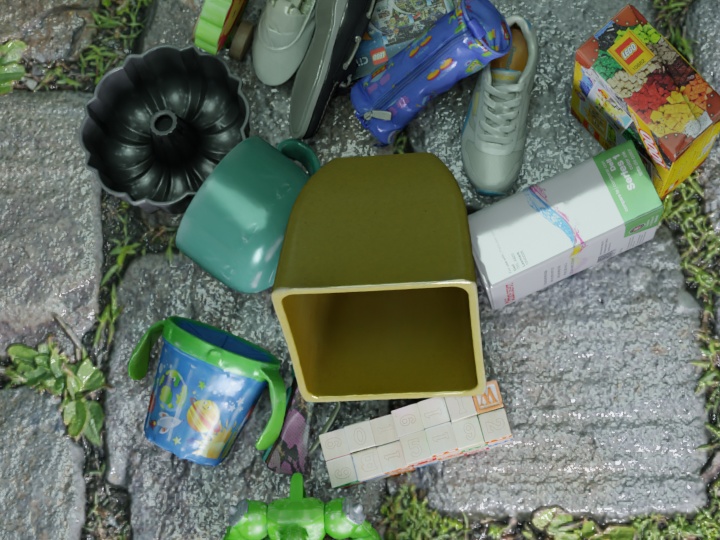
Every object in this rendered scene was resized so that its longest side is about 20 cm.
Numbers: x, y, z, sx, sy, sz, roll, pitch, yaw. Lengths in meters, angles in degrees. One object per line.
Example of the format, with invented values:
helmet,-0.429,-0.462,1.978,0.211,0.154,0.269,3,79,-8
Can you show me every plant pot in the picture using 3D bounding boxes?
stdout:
plant pot,0.026,-0.006,1.372,0.191,0.197,0.202,-3,52,7

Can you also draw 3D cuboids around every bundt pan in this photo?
bundt pan,-0.214,-0.151,1.547,0.199,0.076,0.205,-3,68,8

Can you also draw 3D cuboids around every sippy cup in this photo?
sippy cup,-0.171,0.136,1.479,0.138,0.178,0.132,20,94,-27

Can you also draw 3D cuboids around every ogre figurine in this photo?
ogre figurine,-0.067,0.285,1.435,0.197,0.121,0.099,12,45,18

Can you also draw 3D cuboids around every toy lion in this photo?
toy lion,-0.133,-0.331,1.513,0.068,0.192,0.202,23,80,-3

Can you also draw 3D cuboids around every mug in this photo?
mug,-0.103,-0.064,1.489,0.114,0.152,0.186,37,85,8

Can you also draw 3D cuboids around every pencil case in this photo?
pencil case,0.072,-0.218,1.489,0.199,0.087,0.078,-36,96,32

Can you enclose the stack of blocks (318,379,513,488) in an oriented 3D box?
stack of blocks,0.060,0.177,1.442,0.197,0.115,0.059,-16,78,5

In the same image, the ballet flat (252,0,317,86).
ballet flat,-0.075,-0.310,1.535,0.069,0.069,0.202,23,84,11

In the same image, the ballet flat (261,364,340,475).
ballet flat,-0.053,0.128,1.497,0.070,0.069,0.203,15,86,-8

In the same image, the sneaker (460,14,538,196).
sneaker,0.153,-0.185,1.513,0.075,0.081,0.203,8,82,7

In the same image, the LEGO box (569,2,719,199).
LEGO box,0.298,-0.170,1.430,0.077,0.200,0.149,-41,77,-2

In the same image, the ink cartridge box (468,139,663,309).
ink cartridge box,0.212,-0.044,1.446,0.198,0.145,0.085,-25,77,3

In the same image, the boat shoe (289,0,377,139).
boat shoe,-0.029,-0.240,1.518,0.060,0.074,0.203,15,88,-28

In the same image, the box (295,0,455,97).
box,0.011,-0.288,1.572,0.197,0.038,0.138,-17,78,4
